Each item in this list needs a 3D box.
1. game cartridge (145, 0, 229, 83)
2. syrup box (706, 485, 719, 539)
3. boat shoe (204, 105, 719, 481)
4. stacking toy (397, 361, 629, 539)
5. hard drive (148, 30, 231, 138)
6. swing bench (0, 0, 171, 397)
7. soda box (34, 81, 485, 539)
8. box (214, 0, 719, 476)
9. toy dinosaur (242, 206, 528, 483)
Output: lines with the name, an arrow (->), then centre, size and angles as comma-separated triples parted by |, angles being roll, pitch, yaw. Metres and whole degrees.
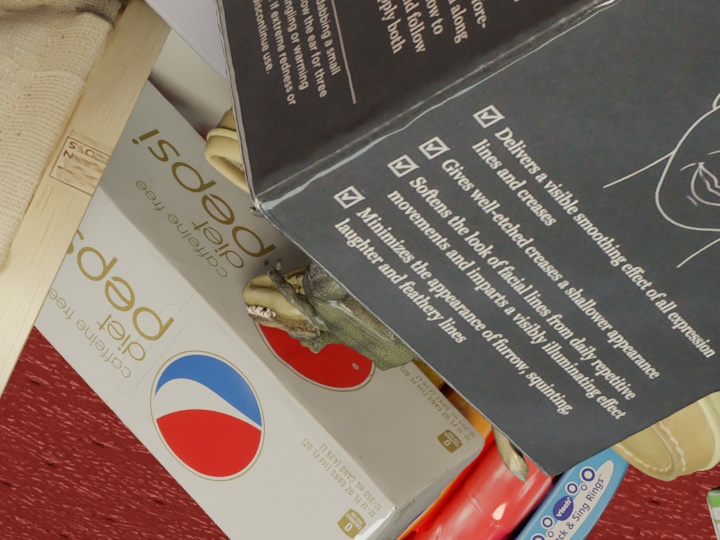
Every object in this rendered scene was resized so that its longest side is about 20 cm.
game cartridge -> -0.069, -0.122, 0.847 | 0.133, 0.041, 0.200 | 52, -176, 29
syrup box -> 0.234, 0.104, 1.138 | 0.079, 0.082, 0.200 | -18, -176, -38
boat shoe -> 0.038, 0.006, 0.997 | 0.201, 0.063, 0.073 | 45, 160, -8
stacking toy -> -0.004, 0.038, 1.108 | 0.200, 0.116, 0.110 | 40, 161, -4
hard drive -> -0.096, -0.113, 1.032 | 0.200, 0.026, 0.132 | 31, 156, -22
swing bench -> -0.168, -0.066, 0.894 | 0.198, 0.130, 0.200 | 25, -178, -6
soda box -> -0.055, 0.017, 1.037 | 0.200, 0.068, 0.064 | 46, 124, 9
box -> 0.085, -0.062, 0.772 | 0.199, 0.107, 0.148 | -28, 136, 18
toy dinosaur -> 0.000, 0.000, 0.904 | 0.088, 0.047, 0.200 | 59, 170, -18
